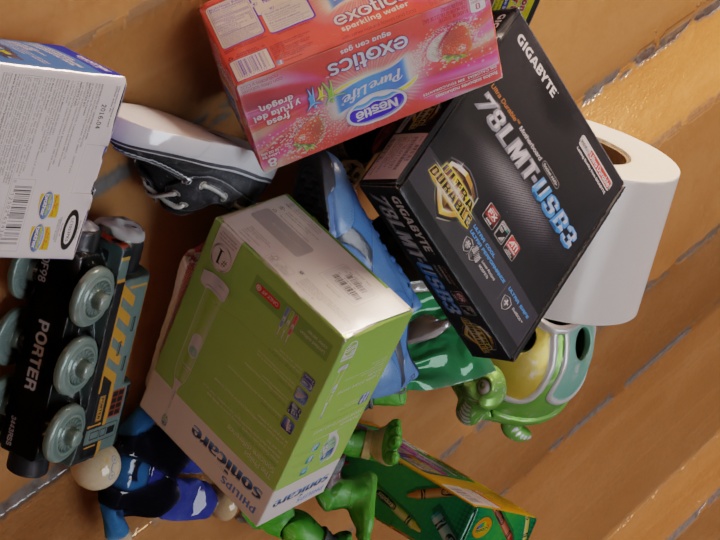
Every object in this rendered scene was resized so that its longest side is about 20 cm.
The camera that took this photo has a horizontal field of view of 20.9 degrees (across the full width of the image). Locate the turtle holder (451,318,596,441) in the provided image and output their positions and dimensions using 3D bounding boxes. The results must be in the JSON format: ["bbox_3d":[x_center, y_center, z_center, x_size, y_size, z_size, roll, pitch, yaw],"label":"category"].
[{"bbox_3d":[0.143,0.071,1.854,0.184,0.142,0.132,-8,146,-36],"label":"turtle holder"}]

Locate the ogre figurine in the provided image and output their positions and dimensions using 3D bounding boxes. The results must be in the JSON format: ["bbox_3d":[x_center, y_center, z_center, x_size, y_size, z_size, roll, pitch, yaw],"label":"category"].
[{"bbox_3d":[-0.037,0.168,1.669,0.099,0.119,0.201,-89,-167,-45],"label":"ogre figurine"}]

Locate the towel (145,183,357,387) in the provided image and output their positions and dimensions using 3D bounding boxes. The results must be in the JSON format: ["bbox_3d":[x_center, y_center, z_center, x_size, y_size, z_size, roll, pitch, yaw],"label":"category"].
[{"bbox_3d":[-0.090,0.009,1.582,0.199,0.030,0.147,-27,148,-41],"label":"towel"}]

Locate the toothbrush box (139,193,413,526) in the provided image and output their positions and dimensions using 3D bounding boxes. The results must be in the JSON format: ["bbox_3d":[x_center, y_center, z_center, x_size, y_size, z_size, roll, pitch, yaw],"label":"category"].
[{"bbox_3d":[-0.068,0.068,1.490,0.086,0.145,0.201,-20,144,-48],"label":"toothbrush box"}]

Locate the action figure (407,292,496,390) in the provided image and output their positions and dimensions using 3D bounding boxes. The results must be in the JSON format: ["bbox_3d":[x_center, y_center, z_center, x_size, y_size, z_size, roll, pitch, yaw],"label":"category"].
[{"bbox_3d":[0.009,0.082,1.739,0.199,0.119,0.055,-25,164,-22],"label":"action figure"}]

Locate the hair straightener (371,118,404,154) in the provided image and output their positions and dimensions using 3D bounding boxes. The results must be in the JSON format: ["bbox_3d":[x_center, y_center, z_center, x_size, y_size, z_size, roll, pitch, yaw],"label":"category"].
[{"bbox_3d":[0.068,-0.116,1.653,0.041,0.077,0.200,-54,179,22],"label":"hair straightener"}]

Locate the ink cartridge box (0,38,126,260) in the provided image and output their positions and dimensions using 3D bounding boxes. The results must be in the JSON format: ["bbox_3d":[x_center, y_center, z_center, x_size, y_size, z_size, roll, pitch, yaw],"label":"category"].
[{"bbox_3d":[-0.240,-0.081,1.291,0.199,0.076,0.137,2,112,-53],"label":"ink cartridge box"}]

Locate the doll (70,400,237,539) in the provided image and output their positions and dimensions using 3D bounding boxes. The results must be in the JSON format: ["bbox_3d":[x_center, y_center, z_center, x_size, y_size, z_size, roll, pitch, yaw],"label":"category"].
[{"bbox_3d":[-0.167,0.158,1.583,0.200,0.048,0.138,13,91,-58],"label":"doll"}]

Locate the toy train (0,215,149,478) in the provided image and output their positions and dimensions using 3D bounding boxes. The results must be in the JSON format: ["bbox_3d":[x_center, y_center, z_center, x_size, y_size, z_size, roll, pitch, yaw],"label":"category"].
[{"bbox_3d":[-0.211,0.053,1.429,0.114,0.085,0.202,-18,126,-62],"label":"toy train"}]

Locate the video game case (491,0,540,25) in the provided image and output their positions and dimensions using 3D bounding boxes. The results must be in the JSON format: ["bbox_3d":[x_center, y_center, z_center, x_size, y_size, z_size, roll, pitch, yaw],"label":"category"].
[{"bbox_3d":[0.066,-0.228,1.532,0.179,0.026,0.201,-3,134,-28],"label":"video game case"}]

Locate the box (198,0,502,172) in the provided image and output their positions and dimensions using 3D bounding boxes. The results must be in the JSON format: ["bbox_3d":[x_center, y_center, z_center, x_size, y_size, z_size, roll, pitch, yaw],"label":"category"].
[{"bbox_3d":[-0.007,-0.170,1.452,0.199,0.103,0.095,-23,139,-6],"label":"box"}]

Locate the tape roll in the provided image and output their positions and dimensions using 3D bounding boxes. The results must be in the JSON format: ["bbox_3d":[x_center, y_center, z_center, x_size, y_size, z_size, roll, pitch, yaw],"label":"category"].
[{"bbox_3d":[0.174,-0.053,1.764,0.202,0.202,0.140,-10,121,-50],"label":"tape roll"}]

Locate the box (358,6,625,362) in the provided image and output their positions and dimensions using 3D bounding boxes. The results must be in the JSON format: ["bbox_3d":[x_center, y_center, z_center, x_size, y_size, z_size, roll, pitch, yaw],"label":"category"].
[{"bbox_3d":[0.109,-0.067,1.543,0.199,0.049,0.200,-53,126,-27],"label":"box"}]

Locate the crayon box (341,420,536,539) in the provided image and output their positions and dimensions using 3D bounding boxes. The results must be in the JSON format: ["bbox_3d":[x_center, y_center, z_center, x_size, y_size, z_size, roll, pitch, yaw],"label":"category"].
[{"bbox_3d":[0.046,0.199,1.765,0.119,0.199,0.059,20,96,-56],"label":"crayon box"}]

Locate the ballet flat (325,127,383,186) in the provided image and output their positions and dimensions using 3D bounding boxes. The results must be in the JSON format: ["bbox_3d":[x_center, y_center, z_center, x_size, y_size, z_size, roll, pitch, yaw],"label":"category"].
[{"bbox_3d":[0.014,-0.146,1.619,0.067,0.046,0.201,23,93,-56],"label":"ballet flat"}]

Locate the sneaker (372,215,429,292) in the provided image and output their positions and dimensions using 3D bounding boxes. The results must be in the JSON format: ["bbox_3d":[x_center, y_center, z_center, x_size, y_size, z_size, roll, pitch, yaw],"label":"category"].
[{"bbox_3d":[0.014,-0.028,1.598,0.199,0.071,0.100,-11,115,-31],"label":"sneaker"}]

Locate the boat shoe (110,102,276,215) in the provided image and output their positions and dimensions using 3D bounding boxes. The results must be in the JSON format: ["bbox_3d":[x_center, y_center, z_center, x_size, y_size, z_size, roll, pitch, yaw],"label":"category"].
[{"bbox_3d":[-0.132,-0.075,1.455,0.200,0.071,0.068,12,104,-65],"label":"boat shoe"}]

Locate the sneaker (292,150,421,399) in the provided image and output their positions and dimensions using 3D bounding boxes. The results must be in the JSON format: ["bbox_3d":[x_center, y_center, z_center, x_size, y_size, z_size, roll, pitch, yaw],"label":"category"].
[{"bbox_3d":[0.000,0.000,1.528,0.078,0.066,0.202,-15,99,-24],"label":"sneaker"}]

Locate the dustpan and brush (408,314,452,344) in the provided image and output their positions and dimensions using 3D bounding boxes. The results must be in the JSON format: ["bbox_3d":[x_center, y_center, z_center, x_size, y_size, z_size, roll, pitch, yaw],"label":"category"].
[{"bbox_3d":[0.000,0.055,1.617,0.139,0.058,0.200,-23,175,-44],"label":"dustpan and brush"}]
